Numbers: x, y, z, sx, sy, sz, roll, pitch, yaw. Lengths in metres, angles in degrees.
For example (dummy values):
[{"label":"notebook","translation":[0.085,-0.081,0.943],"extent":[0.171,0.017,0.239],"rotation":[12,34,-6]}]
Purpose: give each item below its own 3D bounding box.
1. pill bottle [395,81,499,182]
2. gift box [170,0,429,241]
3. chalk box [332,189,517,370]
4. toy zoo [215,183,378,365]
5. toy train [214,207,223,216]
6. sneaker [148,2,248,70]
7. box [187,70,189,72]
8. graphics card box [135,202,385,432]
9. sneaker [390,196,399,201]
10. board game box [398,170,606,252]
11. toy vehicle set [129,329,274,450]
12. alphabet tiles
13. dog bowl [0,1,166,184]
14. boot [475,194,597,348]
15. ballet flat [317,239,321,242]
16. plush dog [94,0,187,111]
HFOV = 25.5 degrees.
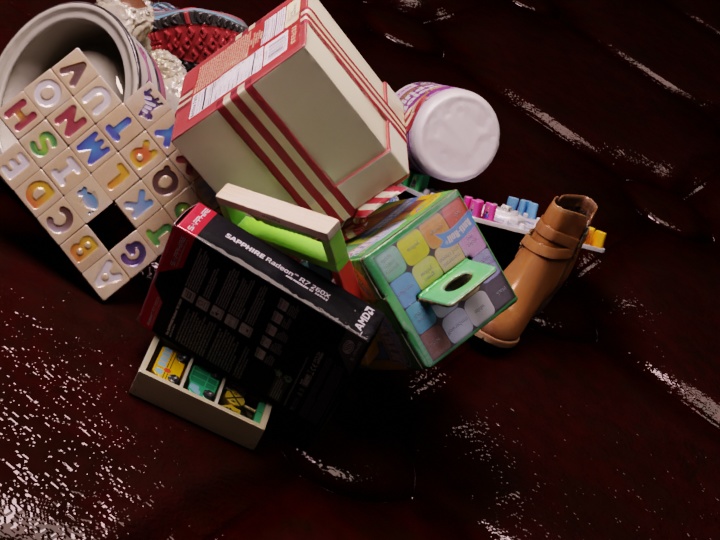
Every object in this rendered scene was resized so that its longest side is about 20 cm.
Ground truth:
[{"label":"pill bottle","translation":[0.089,-0.177,1.978],"extent":[0.112,0.113,0.200],"rotation":[17,5,-20]},{"label":"gift box","translation":[-0.046,-0.134,1.502],"extent":[0.187,0.199,0.185],"rotation":[51,22,-25]},{"label":"chalk box","translation":[0.050,0.010,1.481],"extent":[0.124,0.200,0.124],"rotation":[-35,101,-25]},{"label":"toy zoo","translation":[-0.053,0.015,1.456],"extent":[0.131,0.201,0.020],"rotation":[19,54,34]},{"label":"toy train","translation":[-0.152,-0.081,1.658],"extent":[0.200,0.085,0.115],"rotation":[-17,95,-61]},{"label":"sneaker","translation":[-0.223,-0.291,1.889],"extent":[0.198,0.080,0.096],"rotation":[2,37,12]},{"label":"box","translation":[-0.141,-0.249,1.955],"extent":[0.199,0.040,0.136],"rotation":[25,20,37]},{"label":"graphics card box","translation":[-0.090,0.042,1.414],"extent":[0.199,0.126,0.051],"rotation":[31,37,6]},{"label":"sneaker","translation":[0.020,-0.056,1.818],"extent":[0.085,0.077,0.201],"rotation":[30,33,-18]},{"label":"board game box","translation":[0.172,-0.074,1.940],"extent":[0.199,0.026,0.200],"rotation":[13,9,-27]},{"label":"toy vehicle set","translation":[-0.132,0.078,1.485],"extent":[0.124,0.027,0.200],"rotation":[25,28,-6]},{"label":"alphabet tiles","translation":[-0.241,-0.101,1.499],"extent":[0.200,0.167,0.008],"rotation":[51,-12,-8]},{"label":"dog bowl","translation":[-0.280,-0.162,1.593],"extent":[0.200,0.201,0.074],"rotation":[44,12,29]},{"label":"boot","translation":[0.195,-0.002,1.778],"extent":[0.077,0.156,0.200],"rotation":[39,30,20]},{"label":"ballet flat","translation":[0.000,0.000,1.668],"extent":[0.199,0.063,0.069],"rotation":[18,19,-46]},{"label":"plush dog","translation":[-0.239,-0.193,1.765],"extent":[0.200,0.160,0.172],"rotation":[52,14,10]}]
